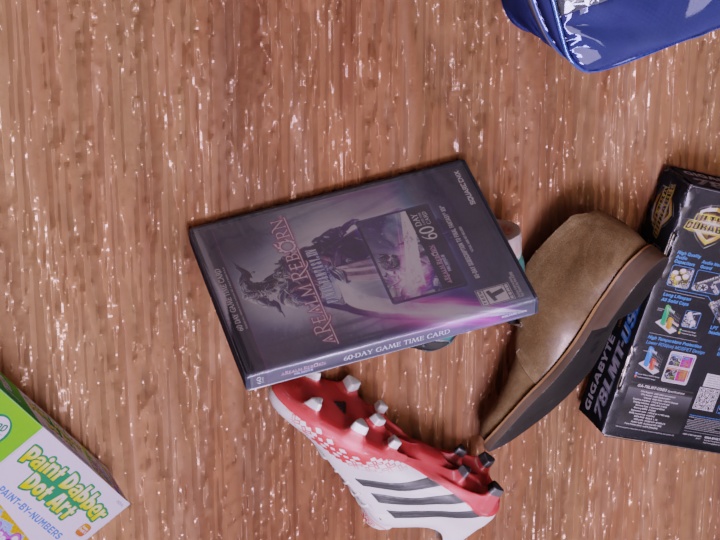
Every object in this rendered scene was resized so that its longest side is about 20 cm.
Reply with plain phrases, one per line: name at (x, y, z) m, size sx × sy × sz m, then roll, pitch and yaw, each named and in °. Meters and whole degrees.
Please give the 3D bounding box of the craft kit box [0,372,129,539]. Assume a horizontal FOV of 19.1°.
craft kit box at (-0.277, 0.164, 1.409) m, size 0.197 × 0.049 × 0.200 m, roll -41°, pitch 145°, yaw -3°

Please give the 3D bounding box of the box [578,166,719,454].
box at (0.284, 0.038, 1.580) m, size 0.199 × 0.050 × 0.199 m, roll 10°, pitch 107°, yaw -23°

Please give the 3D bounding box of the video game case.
video game case at (0.000, 0.000, 1.423) m, size 0.199 × 0.143 × 0.019 m, roll -14°, pitch 137°, yaw -12°

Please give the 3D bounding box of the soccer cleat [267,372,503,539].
soccer cleat at (0.010, 0.140, 1.528) m, size 0.200 × 0.069 × 0.085 m, roll 28°, pitch 116°, yaw -23°

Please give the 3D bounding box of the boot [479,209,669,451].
boot at (0.135, 0.043, 1.536) m, size 0.075 × 0.074 × 0.200 m, roll 41°, pitch 114°, yaw 15°

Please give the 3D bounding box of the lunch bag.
lunch bag at (0.191, -0.219, 1.394) m, size 0.200 × 0.132 × 0.136 m, roll -23°, pitch 117°, yaw -7°

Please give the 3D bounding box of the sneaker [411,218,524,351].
sneaker at (0.022, 0.026, 1.479) m, size 0.199 × 0.071 × 0.080 m, roll -13°, pitch 113°, yaw -12°
